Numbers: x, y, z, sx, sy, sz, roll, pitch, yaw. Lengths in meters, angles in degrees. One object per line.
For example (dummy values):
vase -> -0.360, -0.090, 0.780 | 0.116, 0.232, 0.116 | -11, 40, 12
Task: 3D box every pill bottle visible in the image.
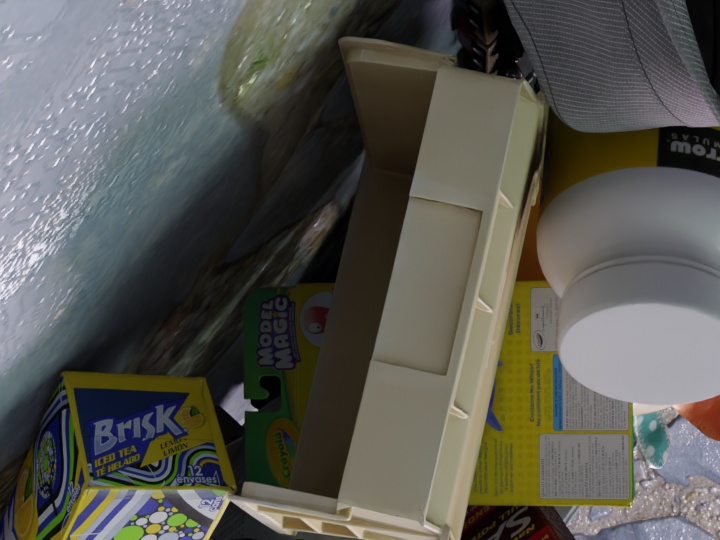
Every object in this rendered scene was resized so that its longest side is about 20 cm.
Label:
pill bottle -> 0.141, -0.044, 0.861 | 0.113, 0.112, 0.200 | 114, -13, -55

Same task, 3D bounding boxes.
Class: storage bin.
storage bin -> 0.018, 0.023, 0.836 | 0.199, 0.093, 0.201 | 69, 34, -77

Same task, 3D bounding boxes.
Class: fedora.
fedora -> 0.114, -0.127, 0.774 | 0.090, 0.201, 0.177 | -11, 177, 28

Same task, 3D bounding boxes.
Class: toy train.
toy train -> 0.071, -0.116, 0.930 | 0.034, 0.046, 0.200 | -48, 170, -5

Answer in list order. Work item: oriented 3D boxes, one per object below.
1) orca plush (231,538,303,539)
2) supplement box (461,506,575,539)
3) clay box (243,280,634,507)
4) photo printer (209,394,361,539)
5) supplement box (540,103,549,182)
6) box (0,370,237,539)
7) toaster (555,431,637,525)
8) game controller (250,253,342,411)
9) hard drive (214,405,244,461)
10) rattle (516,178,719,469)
orca plush -> -0.086, 0.148, 0.928 | 0.105, 0.071, 0.200 | -39, -172, -11
supplement box -> 0.059, 0.160, 1.015 | 0.109, 0.061, 0.200 | -40, -154, 3
clay box -> 0.041, 0.063, 0.958 | 0.048, 0.199, 0.115 | 12, 78, -80
photo printer -> -0.062, 0.183, 1.035 | 0.166, 0.069, 0.200 | -43, -151, 29
supplement box -> 0.200, -0.081, 1.099 | 0.200, 0.200, 0.134 | -55, 170, -14
box -> -0.125, 0.132, 0.843 | 0.070, 0.064, 0.200 | 4, 137, -26
toaster -> 0.084, 0.106, 1.167 | 0.200, 0.129, 0.114 | -55, -169, 9
game controller -> 0.000, 0.000, 1.080 | 0.200, 0.042, 0.104 | -56, -178, 31
hard drive -> -0.150, 0.165, 1.004 | 0.200, 0.038, 0.140 | -55, 169, 17
rattle -> 0.136, 0.031, 1.081 | 0.200, 0.143, 0.130 | 8, 123, -48
